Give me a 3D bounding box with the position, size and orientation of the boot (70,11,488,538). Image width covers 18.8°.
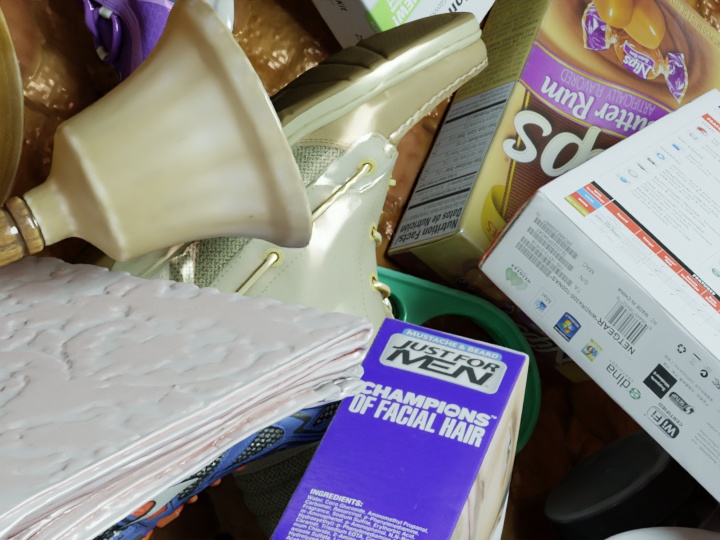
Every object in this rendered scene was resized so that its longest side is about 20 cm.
[{"bbox_3d":[0.000,0.000,0.910,0.200,0.073,0.156,-38,104,-14],"label":"boot"}]

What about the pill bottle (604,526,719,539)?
[{"bbox_3d":[0.126,0.218,0.907,0.113,0.113,0.200,-10,119,-39],"label":"pill bottle"}]

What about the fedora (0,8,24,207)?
[{"bbox_3d":[-0.197,-0.086,0.798,0.200,0.082,0.201,10,73,-36],"label":"fedora"}]

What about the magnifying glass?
[{"bbox_3d":[0.003,0.014,0.963,0.200,0.022,0.080,43,71,-16],"label":"magnifying glass"}]

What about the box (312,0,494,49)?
[{"bbox_3d":[0.016,-0.197,0.954,0.156,0.041,0.200,-56,140,-19],"label":"box"}]

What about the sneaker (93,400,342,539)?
[{"bbox_3d":[-0.095,0.076,0.828,0.200,0.075,0.079,-15,110,-13],"label":"sneaker"}]

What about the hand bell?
[{"bbox_3d":[-0.128,-0.012,0.788,0.200,0.104,0.104,-27,96,-12],"label":"hand bell"}]

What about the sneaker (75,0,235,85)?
[{"bbox_3d":[-0.107,-0.130,0.901,0.083,0.081,0.200,-3,71,-25],"label":"sneaker"}]

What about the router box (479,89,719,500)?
[{"bbox_3d":[0.175,0.025,0.932,0.200,0.049,0.179,45,36,13],"label":"router box"}]

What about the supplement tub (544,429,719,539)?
[{"bbox_3d":[0.165,0.172,1.001,0.107,0.107,0.200,-42,104,-37],"label":"supplement tub"}]

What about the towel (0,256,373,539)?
[{"bbox_3d":[-0.125,0.048,0.752,0.191,0.200,0.032,-26,115,-41],"label":"towel"}]

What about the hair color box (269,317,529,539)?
[{"bbox_3d":[0.003,0.120,0.783,0.200,0.065,0.109,-63,163,-52],"label":"hair color box"}]

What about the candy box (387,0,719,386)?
[{"bbox_3d":[0.101,-0.059,1.045,0.117,0.056,0.200,38,59,-26],"label":"candy box"}]
